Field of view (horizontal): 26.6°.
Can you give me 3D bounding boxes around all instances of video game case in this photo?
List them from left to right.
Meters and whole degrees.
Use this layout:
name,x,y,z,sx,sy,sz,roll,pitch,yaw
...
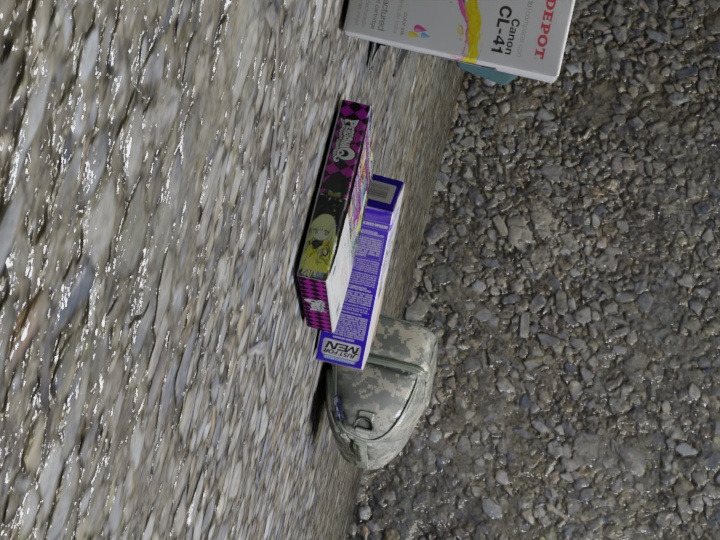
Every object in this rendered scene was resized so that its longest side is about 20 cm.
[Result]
name,x,y,z,sx,sy,sz,roll,pitch,yaw
video game case,-0.022,-0.049,1.527,0.200,0.035,0.183,86,17,-75

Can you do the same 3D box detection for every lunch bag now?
name,x,y,z,sx,sy,sz,roll,pitch,yaw
lunch bag,0.020,0.162,1.986,0.200,0.138,0.170,88,15,-70

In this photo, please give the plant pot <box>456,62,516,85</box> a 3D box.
name,x,y,z,sx,sy,sz,roll,pitch,yaw
plant pot,0.294,-0.515,3.239,0.197,0.194,0.201,-69,-179,-61

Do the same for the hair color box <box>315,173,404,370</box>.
name,x,y,z,sx,sy,sz,roll,pitch,yaw
hair color box,0.000,0.000,1.781,0.109,0.064,0.202,-68,171,-66

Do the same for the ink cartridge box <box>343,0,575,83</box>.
name,x,y,z,sx,sy,sz,roll,pitch,yaw
ink cartridge box,0.096,-0.262,1.368,0.086,0.198,0.149,-46,149,-81

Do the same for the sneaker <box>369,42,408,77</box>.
name,x,y,z,sx,sy,sz,roll,pitch,yaw
sneaker,0.057,-0.317,1.646,0.104,0.059,0.202,90,19,-66
